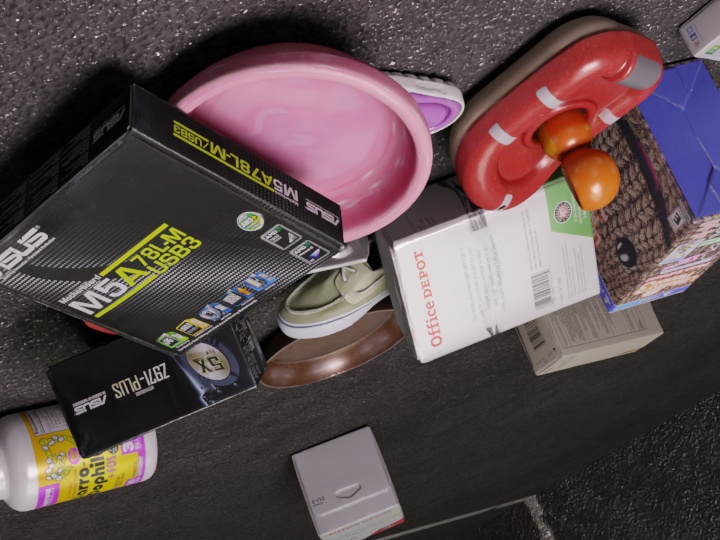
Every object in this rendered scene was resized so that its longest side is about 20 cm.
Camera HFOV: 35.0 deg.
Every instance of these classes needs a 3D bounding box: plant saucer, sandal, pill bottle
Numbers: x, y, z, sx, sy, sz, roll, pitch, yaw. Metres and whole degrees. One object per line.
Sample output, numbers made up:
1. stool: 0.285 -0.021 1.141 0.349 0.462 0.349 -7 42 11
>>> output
1. plant saucer: -0.049 -0.091 0.814 0.199 0.051 0.201 -2 146 -1
2. plant saucer: -0.033 0.082 1.358 0.199 0.035 0.201 -21 160 -8
3. sandal: 0.002 -0.115 0.881 0.201 0.050 0.083 -10 156 -29
4. pill bottle: -0.329 0.198 1.234 0.199 0.105 0.104 -10 156 -31

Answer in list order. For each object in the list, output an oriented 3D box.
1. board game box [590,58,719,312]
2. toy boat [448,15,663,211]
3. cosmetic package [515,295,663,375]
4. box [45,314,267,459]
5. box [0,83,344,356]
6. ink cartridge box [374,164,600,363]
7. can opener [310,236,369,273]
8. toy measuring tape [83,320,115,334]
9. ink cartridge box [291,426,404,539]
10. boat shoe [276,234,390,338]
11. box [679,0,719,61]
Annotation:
1. board game box: 0.287 -0.079 1.116 0.096 0.160 0.200 -14 158 -18
2. toy boat: 0.173 -0.109 0.959 0.130 0.131 0.200 2 148 -48
3. cosmetic package: 0.320 0.073 1.611 0.199 0.106 0.071 -7 157 -32
4. box: -0.179 0.090 1.057 0.163 0.087 0.200 -23 -179 -2
5. box: -0.146 -0.024 0.817 0.199 0.048 0.193 -31 140 32
6. ink cartridge box: 0.121 -0.018 1.107 0.199 0.084 0.147 -20 123 -8
7. can opener: -0.085 -0.008 1.051 0.199 0.054 0.067 -12 157 -24
8. toy measuring tape: -0.213 0.004 0.923 0.073 0.074 0.200 -24 154 5
9. ink cartridge box: -0.018 0.372 1.934 0.144 0.146 0.200 -21 160 -4
10. boat shoe: 0.000 0.000 1.164 0.199 0.072 0.062 -28 141 -5
11. box: 0.392 -0.250 0.981 0.144 0.037 0.200 -2 152 -44
